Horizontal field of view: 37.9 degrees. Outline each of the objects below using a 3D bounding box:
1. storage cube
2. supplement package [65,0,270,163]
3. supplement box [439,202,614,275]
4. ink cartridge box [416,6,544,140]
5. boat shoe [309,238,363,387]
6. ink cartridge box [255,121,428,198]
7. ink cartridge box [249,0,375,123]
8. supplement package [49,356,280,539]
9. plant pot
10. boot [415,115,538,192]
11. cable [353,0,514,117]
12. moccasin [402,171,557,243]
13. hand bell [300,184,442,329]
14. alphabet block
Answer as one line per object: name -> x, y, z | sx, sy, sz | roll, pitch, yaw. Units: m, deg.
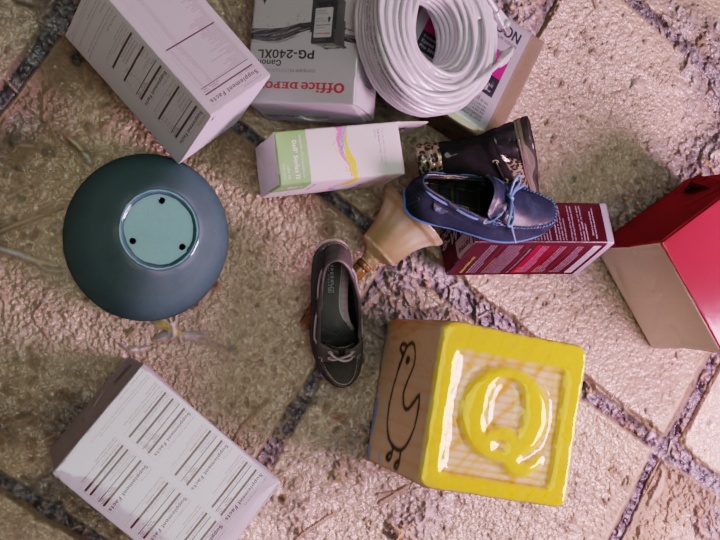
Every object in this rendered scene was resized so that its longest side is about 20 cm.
storage cube -> 0.463, -0.012, 1.421 | 0.179, 0.171, 0.201 | -35, 99, -15
supplement package -> -0.222, -0.247, 1.208 | 0.200, 0.109, 0.114 | 49, 51, -1
supplement box -> 0.215, -0.041, 1.369 | 0.197, 0.109, 0.062 | -1, 68, -18
ink cartridge box -> 0.117, -0.275, 1.370 | 0.199, 0.075, 0.166 | 29, 81, -14
boat shoe -> -0.030, 0.062, 1.284 | 0.066, 0.057, 0.202 | -6, 113, -5
ink cartridge box -> -0.021, -0.137, 1.296 | 0.197, 0.117, 0.068 | -7, 89, -17
ink cartridge box -> -0.054, -0.289, 1.280 | 0.143, 0.083, 0.203 | 4, 86, 15
supplement package -> -0.225, 0.219, 1.177 | 0.200, 0.191, 0.147 | 43, 77, -12
plant pot -> -0.240, -0.043, 1.213 | 0.197, 0.135, 0.203 | 1, 87, -18
boot -> 0.151, -0.117, 1.345 | 0.149, 0.200, 0.074 | -10, 66, 4
cable -> 0.081, -0.286, 1.250 | 0.200, 0.069, 0.201 | -50, 119, -28
moccasin -> 0.151, -0.077, 1.264 | 0.197, 0.068, 0.081 | 2, 66, -16
hand bell -> 0.000, 0.000, 1.327 | 0.104, 0.104, 0.200 | 44, 88, -11
alphabet block -> 0.138, 0.169, 1.292 | 0.194, 0.200, 0.198 | 10, 84, -17
